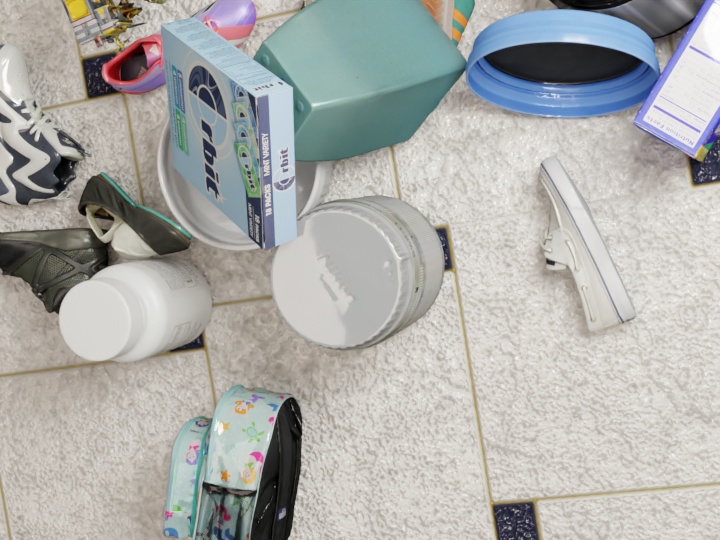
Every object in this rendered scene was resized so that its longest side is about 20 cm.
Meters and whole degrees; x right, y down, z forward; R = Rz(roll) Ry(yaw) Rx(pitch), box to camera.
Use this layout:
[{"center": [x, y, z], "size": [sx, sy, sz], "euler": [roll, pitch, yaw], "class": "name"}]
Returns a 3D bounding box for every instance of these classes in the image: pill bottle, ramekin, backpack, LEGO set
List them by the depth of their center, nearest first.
[{"center": [-0.259, -0.318, 1.303], "size": [0.153, 0.200, 0.116], "euler": [-21, 97, 3], "class": "LEGO set"}, {"center": [-0.125, -0.125, 1.323], "size": [0.199, 0.105, 0.201], "euler": [2, 96, 16], "class": "ramekin"}, {"center": [-0.140, 0.233, 1.326], "size": [0.150, 0.178, 0.201], "euler": [14, 95, 9], "class": "backpack"}, {"center": [-0.262, 0.047, 1.328], "size": [0.114, 0.200, 0.115], "euler": [1, 95, 16], "class": "pill bottle"}]

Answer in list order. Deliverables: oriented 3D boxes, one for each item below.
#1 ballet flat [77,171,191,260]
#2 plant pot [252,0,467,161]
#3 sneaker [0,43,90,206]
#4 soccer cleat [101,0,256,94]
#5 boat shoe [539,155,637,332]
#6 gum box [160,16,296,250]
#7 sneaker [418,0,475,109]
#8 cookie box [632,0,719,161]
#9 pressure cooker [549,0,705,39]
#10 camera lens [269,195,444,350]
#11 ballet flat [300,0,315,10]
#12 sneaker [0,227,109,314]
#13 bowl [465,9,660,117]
[{"center": [-0.275, -0.052, 1.361], "size": [0.200, 0.068, 0.069], "euler": [31, 79, 43], "class": "ballet flat"}, {"center": [-0.022, -0.204, 1.201], "size": [0.142, 0.200, 0.141], "euler": [54, 138, 10], "class": "plant pot"}, {"center": [-0.394, -0.177, 1.407], "size": [0.129, 0.079, 0.200], "euler": [5, 97, 14], "class": "sneaker"}, {"center": [-0.214, -0.266, 1.349], "size": [0.199, 0.076, 0.067], "euler": [-24, 89, 17], "class": "soccer cleat"}, {"center": [0.232, -0.025, 1.253], "size": [0.070, 0.071, 0.201], "euler": [-25, 95, 14], "class": "boat shoe"}, {"center": [-0.135, -0.143, 1.159], "size": [0.200, 0.044, 0.171], "euler": [41, 141, 43], "class": "gum box"}, {"center": [0.090, -0.270, 1.269], "size": [0.071, 0.080, 0.201], "euler": [26, 124, 27], "class": "sneaker"}, {"center": [0.362, -0.214, 1.144], "size": [0.075, 0.171, 0.201], "euler": [32, 104, 13], "class": "cookie box"}, {"center": [0.256, -0.335, 1.128], "size": [0.175, 0.200, 0.180], "euler": [-2, 83, 33], "class": "pressure cooker"}, {"center": [0.000, 0.000, 1.250], "size": [0.159, 0.200, 0.161], "euler": [2, 96, 16], "class": "camera lens"}, {"center": [-0.015, -0.339, 1.286], "size": [0.068, 0.075, 0.200], "euler": [39, 104, 8], "class": "ballet flat"}, {"center": [-0.411, 0.005, 1.431], "size": [0.198, 0.076, 0.115], "euler": [-1, 89, 10], "class": "sneaker"}, {"center": [0.209, -0.212, 1.177], "size": [0.199, 0.201, 0.040], "euler": [2, 77, 15], "class": "bowl"}]
